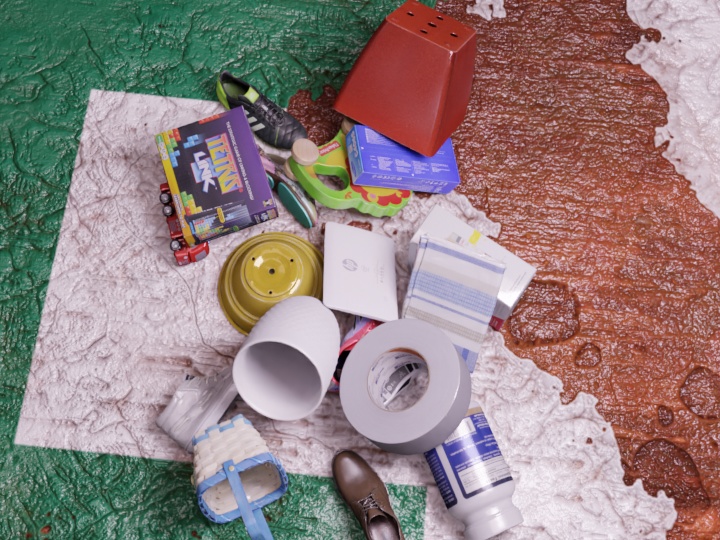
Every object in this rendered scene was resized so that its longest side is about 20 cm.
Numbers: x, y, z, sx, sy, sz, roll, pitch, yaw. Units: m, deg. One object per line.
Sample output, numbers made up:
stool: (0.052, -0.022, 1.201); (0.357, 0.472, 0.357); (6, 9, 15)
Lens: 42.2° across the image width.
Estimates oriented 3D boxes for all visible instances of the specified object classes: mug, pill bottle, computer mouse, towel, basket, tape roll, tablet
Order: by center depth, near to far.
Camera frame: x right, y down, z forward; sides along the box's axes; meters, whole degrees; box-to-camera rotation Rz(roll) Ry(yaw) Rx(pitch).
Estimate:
basket: (-0.176, 0.340, 1.420); (0.138, 0.177, 0.201); (-27, 54, -11)
tape roll: (0.069, 0.179, 1.445); (0.198, 0.066, 0.203); (-11, 60, 20)
pill bottle: (0.173, 0.317, 1.460); (0.114, 0.116, 0.202); (-20, 72, -8)
mug: (-0.109, 0.145, 1.478); (0.146, 0.202, 0.176); (16, 31, 5)
towel: (0.141, 0.053, 1.490); (0.145, 0.024, 0.202); (20, 113, 15)
computer mouse: (0.059, 0.160, 1.553); (0.200, 0.044, 0.110); (-41, 74, -17)
tablet: (0.000, 0.000, 1.561); (0.129, 0.014, 0.201); (15, 42, -14)

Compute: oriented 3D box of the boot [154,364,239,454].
boot: (-0.248, 0.191, 1.518); (0.095, 0.074, 0.201); (35, 74, 3)

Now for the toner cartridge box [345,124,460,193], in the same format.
toner cartridge box: (0.075, -0.193, 1.631); (0.198, 0.043, 0.096); (4, 63, -28)

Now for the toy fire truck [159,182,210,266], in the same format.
toy fire truck: (-0.278, -0.117, 1.640); (0.139, 0.049, 0.202); (-15, 71, -6)

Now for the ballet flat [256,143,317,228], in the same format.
ballet flat: (-0.134, -0.160, 1.653); (0.199, 0.069, 0.071); (40, 63, 14)

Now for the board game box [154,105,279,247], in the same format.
board game box: (-0.246, -0.161, 1.595); (0.163, 0.057, 0.202); (-20, 73, -2)

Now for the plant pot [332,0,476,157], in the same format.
plant pot: (0.097, -0.347, 1.617); (0.198, 0.178, 0.200); (28, 37, 8)

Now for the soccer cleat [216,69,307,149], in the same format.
soccer cleat: (-0.182, -0.288, 1.685); (0.199, 0.081, 0.068); (35, 73, 10)

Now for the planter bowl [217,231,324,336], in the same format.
planter bowl: (-0.147, 0.013, 1.579); (0.197, 0.084, 0.203); (0, 70, -1)

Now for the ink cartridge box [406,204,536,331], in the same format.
ink cartridge box: (0.179, -0.003, 1.558); (0.199, 0.145, 0.084); (35, 75, 11)

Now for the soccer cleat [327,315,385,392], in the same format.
soccer cleat: (0.002, 0.114, 1.544); (0.066, 0.076, 0.201); (36, 76, -6)

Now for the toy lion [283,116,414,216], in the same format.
toy lion: (-0.007, -0.167, 1.633); (0.199, 0.069, 0.192); (-31, 76, -35)

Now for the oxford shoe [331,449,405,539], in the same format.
oxford shoe: (0.018, 0.365, 1.458); (0.072, 0.085, 0.201); (-30, 72, -9)
